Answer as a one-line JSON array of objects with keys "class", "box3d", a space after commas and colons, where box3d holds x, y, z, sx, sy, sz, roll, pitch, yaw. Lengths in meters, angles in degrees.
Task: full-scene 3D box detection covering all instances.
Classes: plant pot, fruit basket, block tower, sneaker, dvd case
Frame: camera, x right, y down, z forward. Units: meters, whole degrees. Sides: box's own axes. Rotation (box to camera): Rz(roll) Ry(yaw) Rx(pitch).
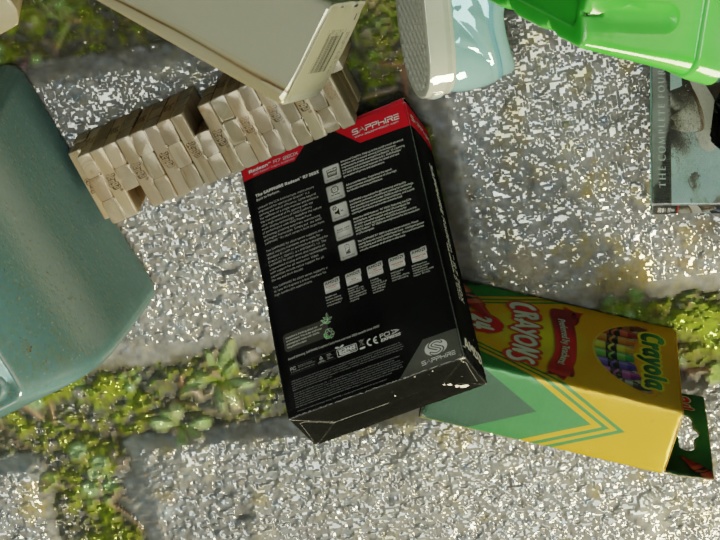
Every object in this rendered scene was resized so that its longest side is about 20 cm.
[{"class": "plant pot", "box3d": [-0.277, 0.019, 1.663, 0.196, 0.200, 0.196, -26, 110, 15]}, {"class": "fruit basket", "box3d": [0.175, -0.192, 1.526, 0.214, 0.216, 0.156, 8, 110, 1]}, {"class": "block tower", "box3d": [-0.093, -0.095, 1.677, 0.199, 0.054, 0.058, -23, 110, 15]}, {"class": "sneaker", "box3d": [0.065, -0.213, 1.615, 0.081, 0.074, 0.201, -10, 112, -20]}, {"class": "dvd case", "box3d": [0.284, -0.107, 1.614, 0.199, 0.022, 0.147, 1, 76, 6]}]

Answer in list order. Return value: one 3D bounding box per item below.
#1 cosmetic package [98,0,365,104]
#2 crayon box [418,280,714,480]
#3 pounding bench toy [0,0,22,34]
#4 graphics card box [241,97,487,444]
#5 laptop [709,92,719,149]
[{"class": "cosmetic package", "box3d": [-0.106, -0.184, 1.584, 0.199, 0.104, 0.073, 29, 102, 8]}, {"class": "crayon box", "box3d": [0.143, 0.071, 1.691, 0.199, 0.127, 0.051, 13, 114, -2]}, {"class": "pounding bench toy", "box3d": [-0.334, -0.171, 1.626, 0.200, 0.124, 0.156, 35, 112, -10]}, {"class": "graphics card box", "box3d": [0.000, 0.000, 1.642, 0.125, 0.201, 0.051, -20, 148, 12]}, {"class": "laptop", "box3d": [0.306, -0.087, 1.488, 0.177, 0.200, 0.104, 34, 88, 10]}]
